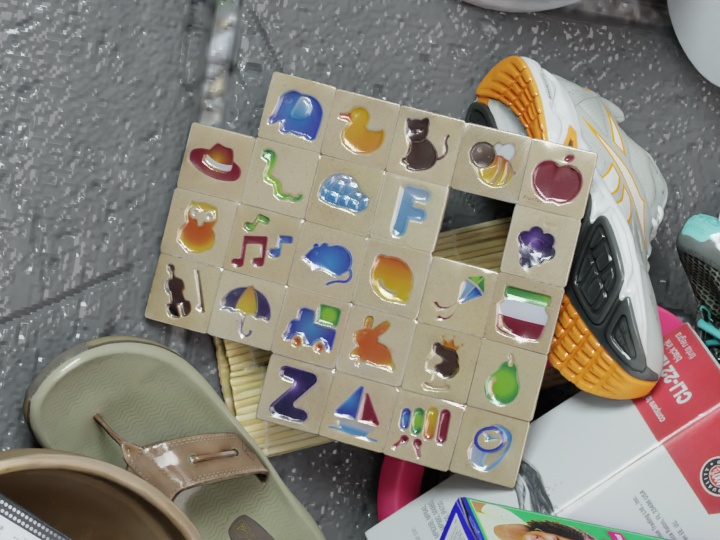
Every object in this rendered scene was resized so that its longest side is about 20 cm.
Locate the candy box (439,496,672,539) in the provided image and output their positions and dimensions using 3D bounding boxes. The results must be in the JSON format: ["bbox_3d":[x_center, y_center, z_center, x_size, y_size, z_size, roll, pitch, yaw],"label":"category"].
[{"bbox_3d":[0.116,0.211,1.342,0.199,0.077,0.170,12,114,-19],"label":"candy box"}]

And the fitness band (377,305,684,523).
[{"bbox_3d":[0.098,0.097,1.470,0.200,0.037,0.144,-34,119,-17],"label":"fitness band"}]

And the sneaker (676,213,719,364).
[{"bbox_3d":[0.201,0.063,1.458,0.091,0.078,0.200,-38,121,-16],"label":"sneaker"}]

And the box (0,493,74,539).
[{"bbox_3d":[-0.118,0.148,1.210,0.200,0.160,0.044,36,78,-25],"label":"box"}]

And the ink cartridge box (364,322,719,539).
[{"bbox_3d":[0.124,0.146,1.404,0.200,0.084,0.145,-34,119,3],"label":"ink cartridge box"}]

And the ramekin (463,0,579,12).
[{"bbox_3d":[0.103,-0.231,1.414,0.199,0.098,0.202,-3,96,-25],"label":"ramekin"}]

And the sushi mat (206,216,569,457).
[{"bbox_3d":[0.018,0.033,1.446,0.199,0.012,0.096,-12,101,-23],"label":"sushi mat"}]

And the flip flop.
[{"bbox_3d":[-0.081,0.108,1.376,0.081,0.058,0.200,-42,114,-2],"label":"flip flop"}]

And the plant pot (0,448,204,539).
[{"bbox_3d":[-0.167,0.179,1.329,0.200,0.093,0.202,-3,96,-24],"label":"plant pot"}]

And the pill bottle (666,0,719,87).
[{"bbox_3d":[0.264,-0.167,1.488,0.199,0.112,0.113,-24,104,-22],"label":"pill bottle"}]

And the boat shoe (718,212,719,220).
[{"bbox_3d":[0.279,-0.055,1.535,0.200,0.072,0.069,-46,133,-22],"label":"boat shoe"}]

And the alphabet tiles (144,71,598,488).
[{"bbox_3d":[0.000,0.000,1.375,0.199,0.008,0.168,15,93,9],"label":"alphabet tiles"}]

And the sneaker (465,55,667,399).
[{"bbox_3d":[0.126,-0.022,1.414,0.092,0.076,0.201,9,50,-34],"label":"sneaker"}]
